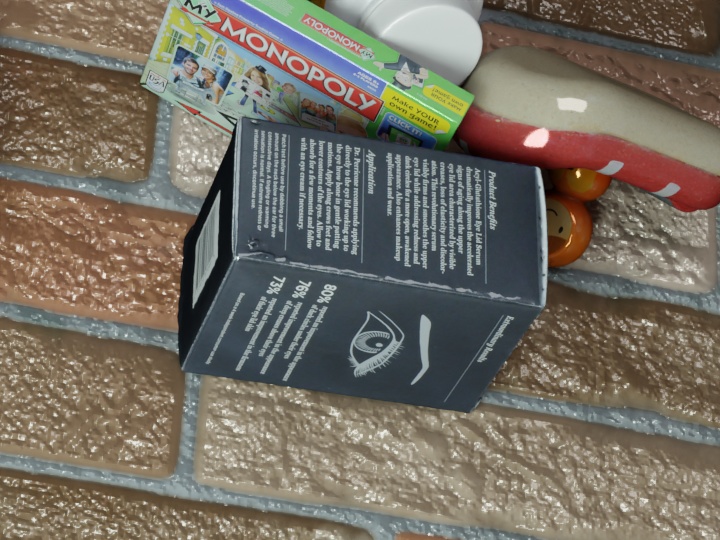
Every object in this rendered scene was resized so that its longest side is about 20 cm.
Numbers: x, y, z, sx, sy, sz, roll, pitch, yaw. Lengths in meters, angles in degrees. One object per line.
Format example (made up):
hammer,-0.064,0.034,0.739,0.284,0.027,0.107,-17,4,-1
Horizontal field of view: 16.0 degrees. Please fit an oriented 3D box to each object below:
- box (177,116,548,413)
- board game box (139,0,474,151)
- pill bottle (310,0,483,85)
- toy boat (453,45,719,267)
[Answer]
box,0.000,0.000,1.589,0.199,0.148,0.105,9,58,-15
board game box,-0.038,-0.116,1.650,0.199,0.135,0.029,30,56,0
pill bottle,0.015,-0.204,1.703,0.109,0.110,0.201,-2,43,-20
toy boat,0.142,-0.065,1.697,0.199,0.131,0.130,18,10,-35
